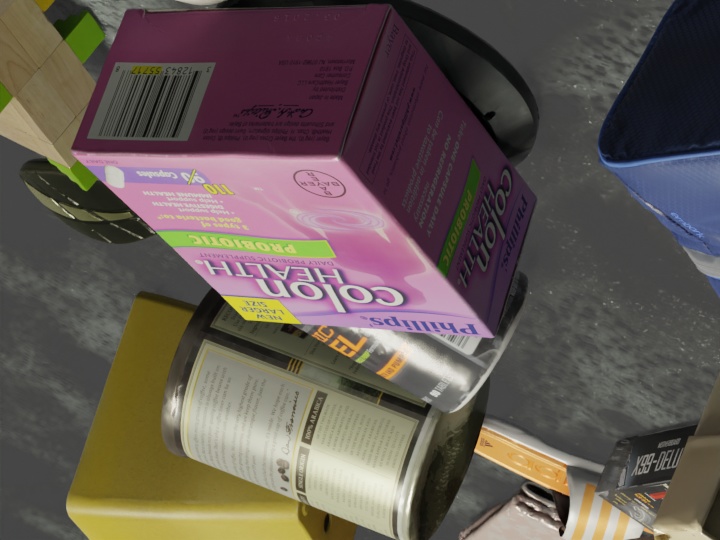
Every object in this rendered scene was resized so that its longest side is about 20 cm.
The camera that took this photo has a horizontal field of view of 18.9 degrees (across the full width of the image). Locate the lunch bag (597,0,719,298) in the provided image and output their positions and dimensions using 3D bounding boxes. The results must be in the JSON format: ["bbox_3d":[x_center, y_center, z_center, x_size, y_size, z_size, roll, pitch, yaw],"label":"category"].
[{"bbox_3d":[0.225,-0.059,0.967,0.132,0.136,0.200,45,153,-27],"label":"lunch bag"}]

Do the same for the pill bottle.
[{"bbox_3d":[0.000,0.000,1.398,0.200,0.106,0.106,30,158,-6],"label":"pill bottle"}]

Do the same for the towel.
[{"bbox_3d":[0.192,0.250,1.821,0.200,0.032,0.191,28,157,-2],"label":"towel"}]

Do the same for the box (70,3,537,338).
[{"bbox_3d":[-0.027,-0.053,1.210,0.176,0.097,0.200,3,154,32],"label":"box"}]

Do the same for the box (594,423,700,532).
[{"bbox_3d":[0.290,0.183,1.541,0.200,0.050,0.158,34,157,-16],"label":"box"}]

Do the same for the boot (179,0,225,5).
[{"bbox_3d":[-0.152,-0.206,1.193,0.200,0.073,0.090,31,172,-6],"label":"boot"}]

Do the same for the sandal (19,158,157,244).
[{"bbox_3d":[-0.146,-0.067,1.492,0.201,0.057,0.080,-7,136,31],"label":"sandal"}]

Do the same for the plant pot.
[{"bbox_3d":[-0.096,0.156,1.751,0.176,0.200,0.200,6,151,21],"label":"plant pot"}]

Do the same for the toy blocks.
[{"bbox_3d":[-0.250,-0.149,1.397,0.137,0.100,0.200,25,160,38],"label":"toy blocks"}]

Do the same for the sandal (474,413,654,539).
[{"bbox_3d":[0.157,0.176,1.663,0.206,0.059,0.079,23,157,12],"label":"sandal"}]

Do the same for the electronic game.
[{"bbox_3d":[0.005,-0.106,1.245,0.200,0.042,0.200,15,158,7],"label":"electronic game"}]

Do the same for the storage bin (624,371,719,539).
[{"bbox_3d":[0.257,0.118,1.240,0.199,0.200,0.094,40,153,-29],"label":"storage bin"}]

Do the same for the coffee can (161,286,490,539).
[{"bbox_3d":[-0.025,0.101,1.588,0.200,0.146,0.146,20,157,17],"label":"coffee can"}]
